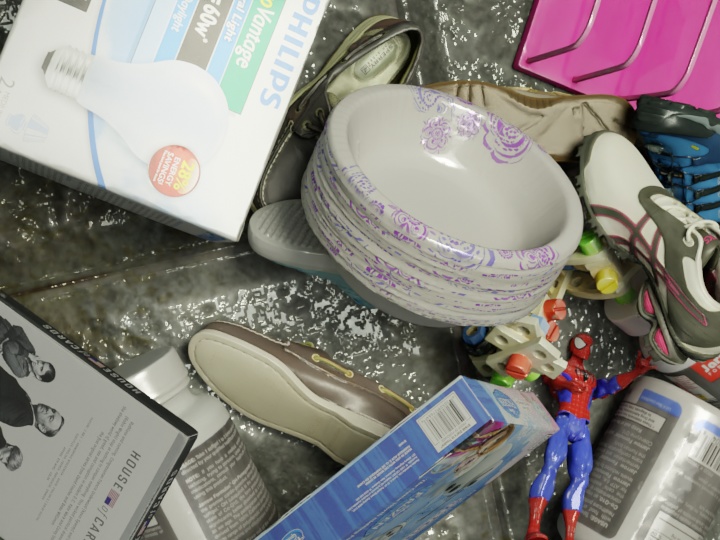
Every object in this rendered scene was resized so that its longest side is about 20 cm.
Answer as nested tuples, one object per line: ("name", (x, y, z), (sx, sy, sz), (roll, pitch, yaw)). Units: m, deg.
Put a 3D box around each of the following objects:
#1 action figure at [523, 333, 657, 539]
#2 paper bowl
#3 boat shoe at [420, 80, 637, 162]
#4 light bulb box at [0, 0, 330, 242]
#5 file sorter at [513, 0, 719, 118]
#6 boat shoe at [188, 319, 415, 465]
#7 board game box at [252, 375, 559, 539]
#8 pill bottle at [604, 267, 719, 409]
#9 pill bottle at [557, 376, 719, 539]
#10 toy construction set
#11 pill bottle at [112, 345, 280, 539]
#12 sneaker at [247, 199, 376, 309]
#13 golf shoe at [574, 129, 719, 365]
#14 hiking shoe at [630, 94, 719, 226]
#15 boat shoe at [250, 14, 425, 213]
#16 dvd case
("action figure", (0.187, 0.129, 0.954), (0.065, 0.099, 0.200), (23, 54, -15))
("paper bowl", (0.053, -0.039, 0.854), (0.200, 0.201, 0.104), (13, 130, -16))
("boat shoe", (0.126, -0.118, 0.972), (0.199, 0.066, 0.074), (5, 93, -4))
("light bulb box", (-0.155, -0.145, 0.862), (0.200, 0.125, 0.199), (21, 86, -14))
("file sorter", (0.259, -0.206, 0.974), (0.200, 0.125, 0.139), (19, 88, -16))
("boat shoe", (-0.043, 0.094, 0.937), (0.200, 0.072, 0.060), (29, 43, -3))
("board game box", (0.039, 0.160, 0.866), (0.200, 0.199, 0.043), (-40, 70, 12))
("pill bottle", (0.316, 0.059, 1.007), (0.200, 0.116, 0.116), (34, 83, -14))
("pill bottle", (0.239, 0.202, 0.992), (0.114, 0.114, 0.200), (32, 84, -14))
("toy construction set", (0.154, 0.032, 0.941), (0.200, 0.131, 0.092), (-46, 118, -41))
("pill bottle", (-0.135, 0.164, 0.888), (0.111, 0.111, 0.200), (-27, 99, -13))
("sneaker", (0.000, 0.000, 0.933), (0.199, 0.074, 0.082), (8, 127, -20))
("golf shoe", (0.238, -0.029, 0.894), (0.077, 0.088, 0.200), (-15, 74, -35))
("hiking shoe", (0.278, -0.078, 0.971), (0.200, 0.074, 0.087), (28, 85, -49))
("boat shoe", (-0.019, -0.124, 0.930), (0.072, 0.066, 0.201), (39, 83, -17))
("dvd case", (-0.231, 0.124, 0.838), (0.200, 0.025, 0.151), (33, 101, 13))
